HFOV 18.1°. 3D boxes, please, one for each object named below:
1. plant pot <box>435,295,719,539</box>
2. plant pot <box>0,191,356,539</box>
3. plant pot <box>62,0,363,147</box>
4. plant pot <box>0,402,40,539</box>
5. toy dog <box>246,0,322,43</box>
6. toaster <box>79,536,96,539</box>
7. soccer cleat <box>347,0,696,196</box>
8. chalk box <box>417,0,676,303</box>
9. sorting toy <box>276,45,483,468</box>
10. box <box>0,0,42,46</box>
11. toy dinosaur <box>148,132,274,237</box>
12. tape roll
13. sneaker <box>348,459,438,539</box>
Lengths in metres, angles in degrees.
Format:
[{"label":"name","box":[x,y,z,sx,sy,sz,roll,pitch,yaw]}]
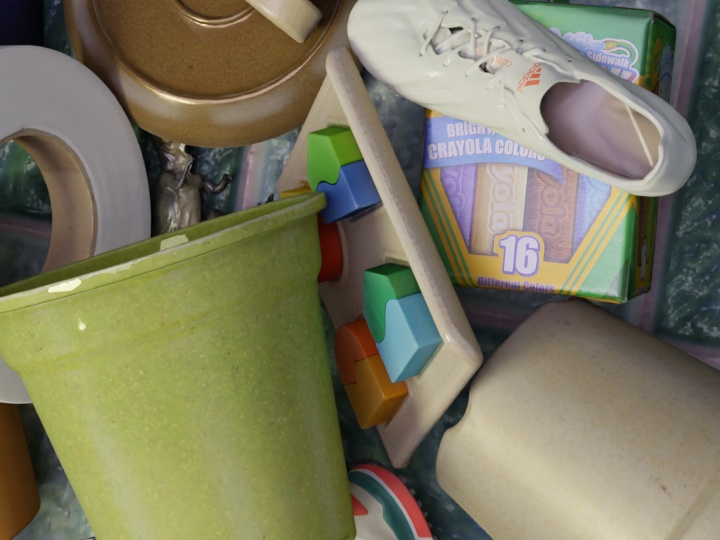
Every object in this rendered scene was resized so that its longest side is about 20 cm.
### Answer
[{"label":"plant pot","box":[0.150,0.115,1.226,0.183,0.200,0.201,37,101,22]},{"label":"plant pot","box":[-0.088,0.075,1.196,0.199,0.200,0.186,-16,94,14]},{"label":"plant pot","box":[-0.082,-0.173,1.323,0.198,0.027,0.202,-1,81,8]},{"label":"plant pot","box":[-0.284,0.087,1.335,0.199,0.200,0.184,-22,103,14]},{"label":"toy dog","box":[-0.073,-0.215,1.265,0.199,0.096,0.133,19,84,11]},{"label":"toaster","box":[-0.121,0.248,1.319,0.113,0.129,0.201,-17,87,15]},{"label":"soccer cleat","box":[0.080,-0.097,1.153,0.199,0.078,0.070,27,99,13]},{"label":"chalk box","box":[0.107,-0.090,1.249,0.123,0.124,0.202,7,95,14]},{"label":"sorting toy","box":[0.000,0.000,1.233,0.036,0.200,0.186,-18,72,-16]},{"label":"box","box":[-0.260,-0.192,1.329,0.103,0.148,0.202,0,93,14]},{"label":"toy dinosaur","box":[-0.096,-0.008,1.345,0.088,0.047,0.202,6,93,31]},{"label":"tape roll","box":[-0.197,-0.026,1.269,0.037,0.202,0.205,4,93,37]},{"label":"sneaker","box":[0.020,0.214,1.286,0.093,0.070,0.201,-29,89,-30]}]
